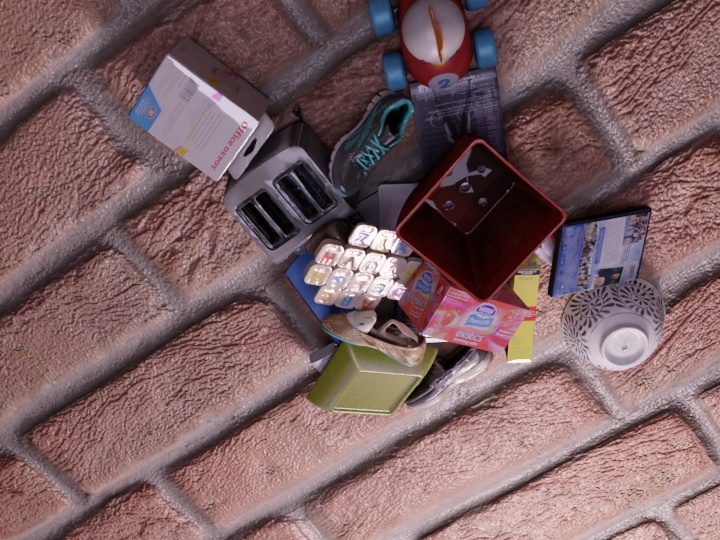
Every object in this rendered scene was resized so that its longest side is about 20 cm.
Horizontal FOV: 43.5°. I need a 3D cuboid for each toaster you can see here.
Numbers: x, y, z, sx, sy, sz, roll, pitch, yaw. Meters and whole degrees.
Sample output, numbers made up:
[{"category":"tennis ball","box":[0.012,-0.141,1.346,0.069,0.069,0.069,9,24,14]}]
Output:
[{"category":"toaster","box":[-0.121,-0.138,1.533,0.180,0.119,0.200,-33,114,16]}]

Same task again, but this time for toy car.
[{"category":"toy car","box":[0.113,-0.349,1.363,0.182,0.201,0.179,-12,113,8]}]

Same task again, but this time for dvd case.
[{"category":"dvd case","box":[0.424,-0.034,1.596,0.198,0.018,0.144,-10,119,-23]},{"category":"dvd case","box":[0.170,-0.233,1.526,0.147,0.016,0.202,-11,113,2]}]

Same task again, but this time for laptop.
[{"category":"laptop","box":[0.000,0.000,1.610,0.198,0.116,0.188,-29,116,15]}]

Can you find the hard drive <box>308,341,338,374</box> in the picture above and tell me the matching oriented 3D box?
[{"category":"hard drive","box":[0.006,0.190,1.724,0.131,0.026,0.200,-26,138,13]}]

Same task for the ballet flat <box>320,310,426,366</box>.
[{"category":"ballet flat","box":[0.029,0.105,1.587,0.198,0.071,0.066,21,119,-17]}]

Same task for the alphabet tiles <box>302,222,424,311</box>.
[{"category":"alphabet tiles","box":[0.009,0.001,1.513,0.198,0.015,0.196,11,134,-26]}]

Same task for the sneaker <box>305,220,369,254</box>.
[{"category":"sneaker","box":[-0.017,-0.023,1.554,0.075,0.071,0.200,-25,142,23]}]

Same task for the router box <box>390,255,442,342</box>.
[{"category":"router box","box":[0.164,0.051,1.646,0.197,0.052,0.159,-1,120,-17]}]

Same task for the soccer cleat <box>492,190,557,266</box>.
[{"category":"soccer cleat","box":[0.311,-0.059,1.608,0.085,0.069,0.200,-27,117,30]}]

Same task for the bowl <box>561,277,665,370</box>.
[{"category":"bowl","box":[0.484,0.117,1.684,0.198,0.095,0.203,0,119,-1]}]

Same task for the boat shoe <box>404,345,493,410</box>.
[{"category":"boat shoe","box":[0.162,0.197,1.746,0.199,0.072,0.065,-34,108,14]}]

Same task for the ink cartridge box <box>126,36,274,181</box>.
[{"category":"ink cartridge box","box":[-0.246,-0.254,1.457,0.199,0.126,0.129,36,113,-13]}]

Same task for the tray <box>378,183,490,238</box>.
[{"category":"tray","box":[0.131,-0.103,1.594,0.197,0.022,0.109,-2,105,0]}]

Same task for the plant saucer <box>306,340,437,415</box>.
[{"category":"plant saucer","box":[0.024,0.212,1.689,0.197,0.048,0.201,8,136,-26]}]

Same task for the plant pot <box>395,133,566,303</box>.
[{"category":"plant pot","box":[0.183,-0.107,1.478,0.199,0.177,0.200,37,107,-17]}]

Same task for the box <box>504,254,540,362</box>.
[{"category":"box","box":[0.297,0.068,1.670,0.049,0.076,0.202,0,118,0]}]

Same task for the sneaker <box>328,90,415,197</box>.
[{"category":"sneaker","box":[0.020,-0.209,1.460,0.077,0.091,0.202,34,81,-25]}]

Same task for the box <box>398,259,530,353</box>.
[{"category":"box","box":[0.179,0.061,1.549,0.198,0.095,0.103,16,114,-37]}]
